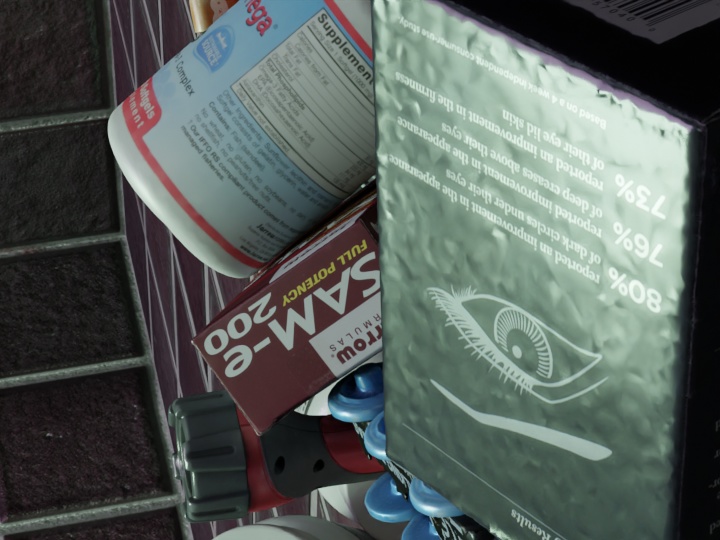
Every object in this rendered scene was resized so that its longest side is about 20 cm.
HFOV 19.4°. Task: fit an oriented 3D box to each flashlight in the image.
[{"bbox_3d":[0.005,0.082,1.071,0.068,0.200,0.068,-127,30,-70],"label":"flashlight"}]

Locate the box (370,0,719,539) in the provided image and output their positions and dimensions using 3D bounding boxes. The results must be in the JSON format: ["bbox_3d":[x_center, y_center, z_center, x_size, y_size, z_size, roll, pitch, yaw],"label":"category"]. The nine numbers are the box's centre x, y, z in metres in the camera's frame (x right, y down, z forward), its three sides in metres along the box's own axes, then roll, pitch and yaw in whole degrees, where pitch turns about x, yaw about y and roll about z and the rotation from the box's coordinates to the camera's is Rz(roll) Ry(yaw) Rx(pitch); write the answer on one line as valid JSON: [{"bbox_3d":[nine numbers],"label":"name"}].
[{"bbox_3d":[0.088,-0.003,0.686,0.148,0.104,0.200,33,137,41],"label":"box"}]

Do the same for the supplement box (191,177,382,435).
[{"bbox_3d":[0.000,0.000,1.055,0.061,0.109,0.200,53,-160,-5],"label":"supplement box"}]

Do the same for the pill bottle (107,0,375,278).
[{"bbox_3d":[-0.018,-0.096,1.037,0.109,0.200,0.109,48,-168,-13],"label":"pill bottle"}]

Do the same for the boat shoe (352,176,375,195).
[{"bbox_3d":[-0.014,-0.042,1.191,0.200,0.071,0.072,49,177,6],"label":"boat shoe"}]

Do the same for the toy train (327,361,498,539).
[{"bbox_3d":[0.063,0.081,0.958,0.200,0.114,0.087,41,154,63],"label":"toy train"}]

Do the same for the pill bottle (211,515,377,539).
[{"bbox_3d":[-0.026,0.197,1.182,0.200,0.113,0.113,32,-136,-69],"label":"pill bottle"}]

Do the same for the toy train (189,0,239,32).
[{"bbox_3d":[-0.061,-0.203,1.110,0.150,0.056,0.200,8,109,48],"label":"toy train"}]

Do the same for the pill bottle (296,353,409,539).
[{"bbox_3d":[0.015,0.086,1.259,0.200,0.116,0.116,-129,32,-69],"label":"pill bottle"}]
